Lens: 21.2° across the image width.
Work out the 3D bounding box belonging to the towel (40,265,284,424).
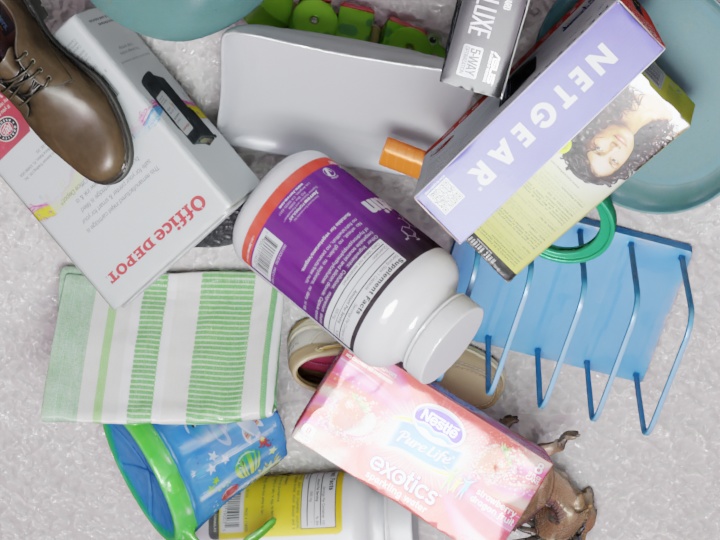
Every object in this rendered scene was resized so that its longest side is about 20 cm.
[{"bbox_3d":[-0.167,0.063,1.657,0.199,0.153,0.023,1,149,2],"label":"towel"}]

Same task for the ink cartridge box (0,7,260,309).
[{"bbox_3d":[-0.202,-0.092,1.571,0.146,0.083,0.200,-39,91,22],"label":"ink cartridge box"}]

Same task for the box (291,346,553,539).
[{"bbox_3d":[0.052,0.146,1.620,0.200,0.095,0.103,33,91,0],"label":"box"}]

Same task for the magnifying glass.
[{"bbox_3d":[0.111,-0.063,1.558,0.199,0.022,0.080,20,129,2],"label":"magnifying glass"}]

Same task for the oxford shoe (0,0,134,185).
[{"bbox_3d":[-0.253,-0.144,1.484,0.073,0.084,0.200,-39,92,21],"label":"oxford shoe"}]

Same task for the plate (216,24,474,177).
[{"bbox_3d":[-0.014,-0.139,1.546,0.199,0.032,0.200,11,158,-1],"label":"plate"}]

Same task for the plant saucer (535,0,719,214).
[{"bbox_3d":[0.226,-0.143,1.505,0.200,0.027,0.201,15,118,32],"label":"plant saucer"}]

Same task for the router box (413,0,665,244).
[{"bbox_3d":[0.130,-0.122,1.404,0.049,0.180,0.200,44,103,-7],"label":"router box"}]

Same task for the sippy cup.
[{"bbox_3d":[-0.140,0.152,1.700,0.130,0.140,0.178,-27,111,-20],"label":"sippy cup"}]

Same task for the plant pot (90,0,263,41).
[{"bbox_3d":[-0.132,-0.271,1.444,0.200,0.201,0.161,26,129,-11],"label":"plant pot"}]

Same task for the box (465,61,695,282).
[{"bbox_3d":[0.161,-0.082,1.491,0.075,0.050,0.200,43,118,-7],"label":"box"}]

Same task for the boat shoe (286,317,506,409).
[{"bbox_3d":[0.030,0.097,1.702,0.199,0.069,0.074,10,119,-2],"label":"boat shoe"}]

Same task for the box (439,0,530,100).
[{"bbox_3d":[0.104,-0.224,1.428,0.050,0.200,0.158,16,105,0],"label":"box"}]

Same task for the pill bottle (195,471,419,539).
[{"bbox_3d":[-0.048,0.242,1.763,0.199,0.113,0.113,-3,119,6],"label":"pill bottle"}]

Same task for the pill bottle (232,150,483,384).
[{"bbox_3d":[0.000,0.000,1.551,0.200,0.112,0.113,39,119,18],"label":"pill bottle"}]

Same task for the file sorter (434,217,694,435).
[{"bbox_3d":[0.169,0.040,1.632,0.199,0.123,0.139,14,118,-4],"label":"file sorter"}]

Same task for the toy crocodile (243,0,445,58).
[{"bbox_3d":[-0.002,-0.187,1.555,0.199,0.062,0.068,17,158,-8],"label":"toy crocodile"}]

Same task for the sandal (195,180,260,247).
[{"bbox_3d":[-0.163,-0.053,1.649,0.200,0.048,0.076,-12,115,25],"label":"sandal"}]

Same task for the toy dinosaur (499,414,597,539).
[{"bbox_3d":[0.130,0.208,1.728,0.199,0.086,0.136,-8,104,-11],"label":"toy dinosaur"}]
